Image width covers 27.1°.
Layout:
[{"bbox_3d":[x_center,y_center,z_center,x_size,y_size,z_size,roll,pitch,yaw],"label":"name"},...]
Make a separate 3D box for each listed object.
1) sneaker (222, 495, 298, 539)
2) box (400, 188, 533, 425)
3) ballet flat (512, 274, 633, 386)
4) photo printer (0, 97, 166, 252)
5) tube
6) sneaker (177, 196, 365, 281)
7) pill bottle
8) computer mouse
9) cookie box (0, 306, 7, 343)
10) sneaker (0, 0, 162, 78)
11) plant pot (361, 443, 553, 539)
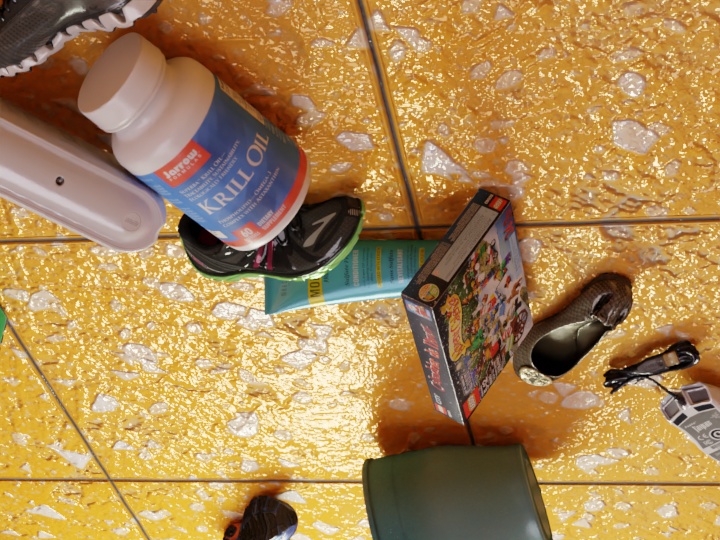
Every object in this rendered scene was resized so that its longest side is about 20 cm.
[{"bbox_3d":[-0.121,0.350,1.965,0.077,0.076,0.200,12,153,-21],"label":"sneaker"},{"bbox_3d":[0.107,0.038,1.431,0.037,0.137,0.201,23,152,28],"label":"box"},{"bbox_3d":[0.215,0.072,1.531,0.067,0.047,0.200,22,142,-17],"label":"ballet flat"},{"bbox_3d":[-0.268,-0.085,1.332,0.198,0.070,0.166,27,-176,-25],"label":"photo printer"},{"bbox_3d":[0.000,0.000,1.467,0.197,0.079,0.050,-3,167,11],"label":"tube"},{"bbox_3d":[-0.088,-0.036,1.422,0.198,0.078,0.084,-11,144,22],"label":"sneaker"},{"bbox_3d":[-0.146,-0.113,1.297,0.111,0.113,0.199,-24,134,36],"label":"pill bottle"},{"bbox_3d":[0.362,0.144,1.607,0.199,0.044,0.109,38,130,-26],"label":"computer mouse"},{"bbox_3d":[-0.492,0.025,1.583,0.169,0.076,0.201,-3,143,14],"label":"cookie box"},{"bbox_3d":[-0.261,-0.223,1.217,0.198,0.067,0.091,-17,135,24],"label":"sneaker"},{"bbox_3d":[0.120,0.290,1.738,0.186,0.202,0.201,-18,139,9],"label":"plant pot"}]
